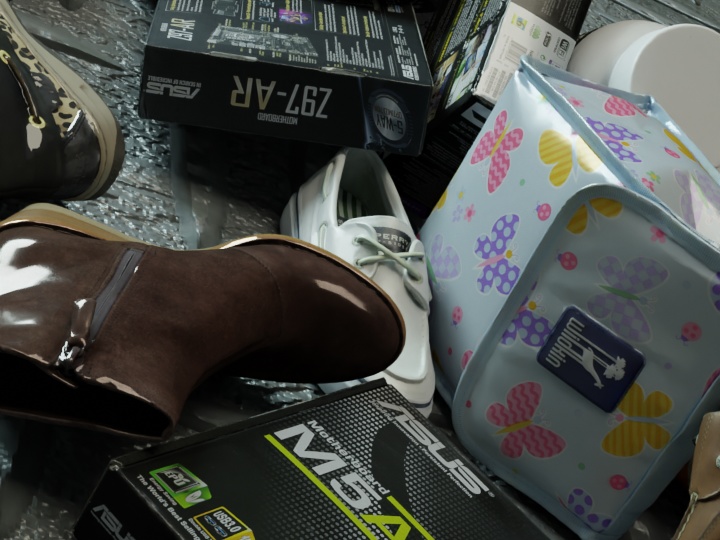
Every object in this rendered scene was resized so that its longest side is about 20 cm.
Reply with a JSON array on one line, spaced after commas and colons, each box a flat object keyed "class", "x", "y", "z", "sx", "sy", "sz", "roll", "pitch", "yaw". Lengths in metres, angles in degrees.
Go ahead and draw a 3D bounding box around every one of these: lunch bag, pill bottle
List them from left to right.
[{"class": "lunch bag", "x": 0.117, "y": 0.014, "z": 0.875, "sx": 0.127, "sy": 0.170, "sz": 0.200, "roll": 12, "pitch": 32, "yaw": -36}, {"class": "pill bottle", "x": 0.150, "y": -0.091, "z": 1.054, "sx": 0.112, "sy": 0.113, "sz": 0.200, "roll": 22, "pitch": -12, "yaw": -20}]

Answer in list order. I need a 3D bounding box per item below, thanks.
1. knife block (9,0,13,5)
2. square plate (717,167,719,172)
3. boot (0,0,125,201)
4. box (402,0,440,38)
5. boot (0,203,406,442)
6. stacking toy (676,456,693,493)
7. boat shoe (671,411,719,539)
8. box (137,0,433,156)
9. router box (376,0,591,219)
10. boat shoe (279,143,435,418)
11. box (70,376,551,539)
[{"class": "knife block", "x": -0.283, "y": -0.186, "z": 0.936, "sx": 0.200, "sy": 0.176, "sz": 0.064, "roll": -30, "pitch": 51, "yaw": -11}, {"class": "square plate", "x": 0.251, "y": 0.011, "z": 1.039, "sx": 0.198, "sy": 0.200, "sz": 0.028, "roll": 48, "pitch": -2, "yaw": 30}, {"class": "boot", "x": -0.223, "y": -0.093, "z": 0.810, "sx": 0.200, "sy": 0.073, "sz": 0.151, "roll": 43, "pitch": 27, "yaw": 10}, {"class": "box", "x": 0.011, "y": -0.239, "z": 1.152, "sx": 0.115, "sy": 0.132, "sz": 0.200, "roll": 7, "pitch": -6, "yaw": 16}, {"class": "boot", "x": -0.074, "y": 0.036, "z": 0.728, "sx": 0.200, "sy": 0.072, "sz": 0.166, "roll": 15, "pitch": 21, "yaw": -8}, {"class": "stacking toy", "x": 0.178, "y": 0.044, "z": 0.976, "sx": 0.146, "sy": 0.146, "sz": 0.200, "roll": 5, "pitch": 19, "yaw": -43}, {"class": "boat shoe", "x": 0.188, "y": 0.093, "z": 0.786, "sx": 0.072, "sy": 0.200, "sz": 0.068, "roll": 23, "pitch": 18, "yaw": -48}, {"class": "box", "x": -0.044, "y": -0.129, "z": 1.016, "sx": 0.160, "sy": 0.044, "sz": 0.200, "roll": 7, "pitch": 22, "yaw": -6}, {"class": "router box", "x": 0.084, "y": -0.146, "z": 1.045, "sx": 0.051, "sy": 0.149, "sz": 0.200, "roll": 29, "pitch": 63, "yaw": -14}, {"class": "boat shoe", "x": 0.000, "y": 0.000, "z": 0.890, "sx": 0.073, "sy": 0.067, "sz": 0.200, "roll": 16, "pitch": 29, "yaw": -29}, {"class": "box", "x": 0.015, "y": 0.136, "z": 0.687, "sx": 0.200, "sy": 0.048, "sz": 0.193, "roll": 44, "pitch": 30, "yaw": 23}]
